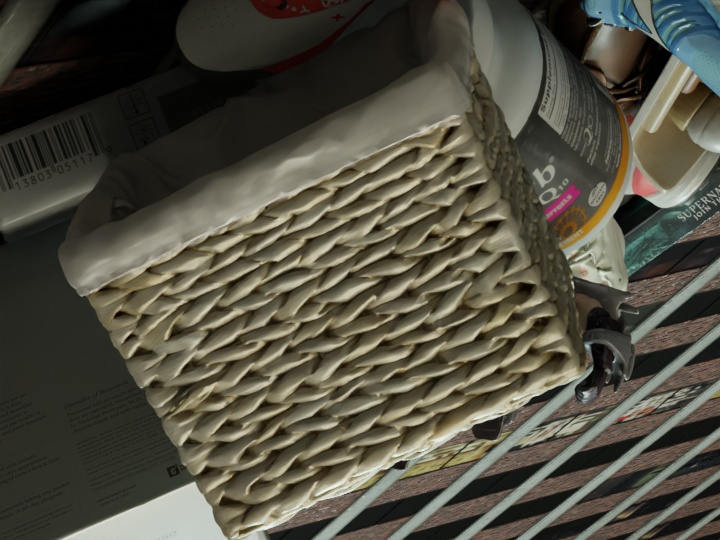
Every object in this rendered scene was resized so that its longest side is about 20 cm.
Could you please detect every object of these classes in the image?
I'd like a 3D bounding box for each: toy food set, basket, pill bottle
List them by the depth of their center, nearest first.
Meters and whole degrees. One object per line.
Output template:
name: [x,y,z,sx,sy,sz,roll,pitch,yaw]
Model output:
basket: [-0.009,-0.007,1.313,0.199,0.162,0.198,-27,-168,8]
pill bottle: [0.058,-0.087,1.498,0.116,0.117,0.200,-29,151,16]
toy food set: [0.230,-0.136,1.599,0.144,0.060,0.200,-48,173,-24]

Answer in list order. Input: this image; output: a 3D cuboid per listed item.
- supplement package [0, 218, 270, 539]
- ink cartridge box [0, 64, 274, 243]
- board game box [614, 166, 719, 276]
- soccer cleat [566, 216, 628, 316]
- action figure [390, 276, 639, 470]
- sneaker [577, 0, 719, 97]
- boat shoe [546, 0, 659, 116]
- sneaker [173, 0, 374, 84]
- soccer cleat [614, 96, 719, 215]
supplement package: [-0.142,0.101,1.473,0.151,0.201,0.151,-22,138,-3]
ink cartridge box: [-0.124,-0.064,1.505,0.162,0.057,0.200,-22,-177,-6]
board game box: [0.192,-0.056,1.812,0.200,0.028,0.136,-38,-162,35]
soccer cleat: [0.123,-0.014,1.677,0.069,0.078,0.200,-17,163,14]
action figure: [0.072,0.041,1.497,0.129,0.070,0.200,-3,-166,23]
sneaker: [0.159,-0.146,1.445,0.090,0.200,0.079,-20,-151,39]
boat shoe: [0.141,-0.120,1.614,0.072,0.068,0.200,-15,160,-19]
sneaker: [-0.008,-0.162,1.309,0.200,0.068,0.108,-24,156,6]
soccer cleat: [0.154,-0.075,1.767,0.068,0.073,0.200,-54,-165,-13]
